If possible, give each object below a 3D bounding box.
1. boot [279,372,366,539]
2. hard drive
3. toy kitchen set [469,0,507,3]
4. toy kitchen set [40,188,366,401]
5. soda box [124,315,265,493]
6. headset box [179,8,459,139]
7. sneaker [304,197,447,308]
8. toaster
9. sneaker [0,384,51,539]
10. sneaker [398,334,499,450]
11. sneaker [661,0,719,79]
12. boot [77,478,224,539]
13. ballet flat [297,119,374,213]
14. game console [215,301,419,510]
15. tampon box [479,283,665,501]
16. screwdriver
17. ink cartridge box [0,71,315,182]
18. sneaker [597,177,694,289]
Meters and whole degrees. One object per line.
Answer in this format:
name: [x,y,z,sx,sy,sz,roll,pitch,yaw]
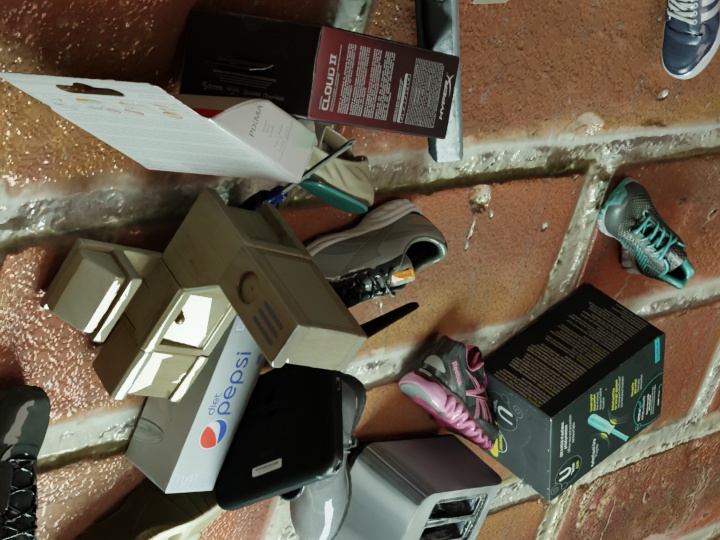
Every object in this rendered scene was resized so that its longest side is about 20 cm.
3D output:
boot: [-0.056,0.209,1.683,0.132,0.070,0.201,-38,138,-65]
hard drive: [0.068,-0.216,1.468,0.033,0.140,0.200,-5,132,0]
toy kitchen set: [0.117,-0.339,1.329,0.180,0.200,0.163,-10,134,-40]
toy kitchen set: [-0.145,0.059,1.361,0.163,0.181,0.200,11,122,-45]
soda box: [-0.145,0.105,1.527,0.063,0.068,0.200,3,116,-50]
headset box: [-0.039,-0.162,1.354,0.200,0.149,0.078,1,100,-51]
sneaker: [0.000,0.000,1.604,0.200,0.079,0.074,-33,141,-26]
toaster: [0.046,0.284,1.855,0.200,0.119,0.181,3,115,-50]
sneaker: [-0.302,0.193,1.398,0.076,0.091,0.200,5,113,-49]
sneaker: [0.120,0.136,1.869,0.096,0.079,0.200,-61,147,-12]
sneaker: [0.355,-0.308,1.772,0.108,0.070,0.201,1,110,-55]
boot: [-0.190,0.283,1.618,0.200,0.072,0.155,-35,140,-17]
ballet flat: [-0.051,-0.105,1.481,0.200,0.069,0.070,22,101,-56]
game console: [-0.040,0.128,1.541,0.116,0.200,0.176,12,66,-33]
tampon box: [0.250,0.144,1.972,0.200,0.126,0.150,-32,139,-27]
screwdriver: [-0.056,-0.074,1.420,0.029,0.028,0.200,4,159,-38]
ink cartridge box: [-0.153,-0.125,1.250,0.200,0.161,0.050,35,67,-55]
sneaker: [0.350,-0.041,1.968,0.078,0.091,0.200,-53,145,-4]
